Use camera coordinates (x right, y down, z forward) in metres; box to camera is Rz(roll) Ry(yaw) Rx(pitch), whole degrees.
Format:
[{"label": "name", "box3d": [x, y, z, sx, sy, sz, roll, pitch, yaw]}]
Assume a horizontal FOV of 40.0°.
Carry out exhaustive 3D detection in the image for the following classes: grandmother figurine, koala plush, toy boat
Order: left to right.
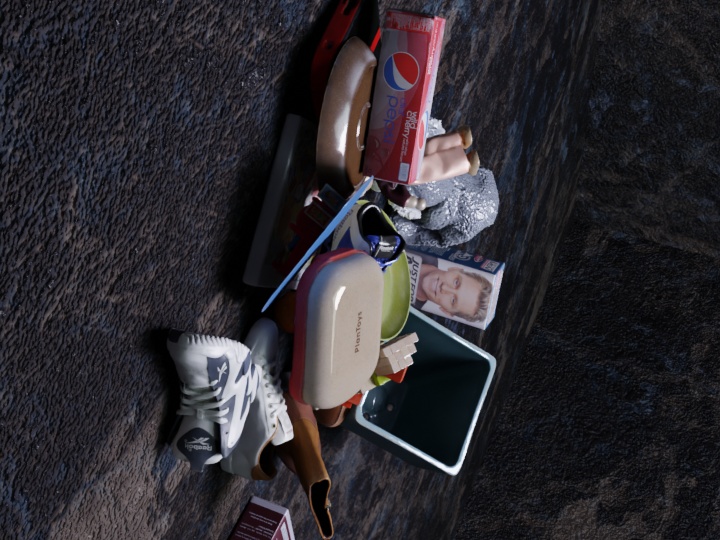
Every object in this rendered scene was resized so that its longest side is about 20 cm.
[{"label": "toy boat", "box3d": [-0.053, 0.066, 1.219, 0.130, 0.129, 0.204, -18, 119, -48]}, {"label": "grandmother figurine", "box3d": [0.059, -0.137, 1.335, 0.061, 0.196, 0.123, 104, -29, -66]}, {"label": "koala plush", "box3d": [0.106, -0.137, 1.515, 0.200, 0.181, 0.180, 37, 70, -59]}]

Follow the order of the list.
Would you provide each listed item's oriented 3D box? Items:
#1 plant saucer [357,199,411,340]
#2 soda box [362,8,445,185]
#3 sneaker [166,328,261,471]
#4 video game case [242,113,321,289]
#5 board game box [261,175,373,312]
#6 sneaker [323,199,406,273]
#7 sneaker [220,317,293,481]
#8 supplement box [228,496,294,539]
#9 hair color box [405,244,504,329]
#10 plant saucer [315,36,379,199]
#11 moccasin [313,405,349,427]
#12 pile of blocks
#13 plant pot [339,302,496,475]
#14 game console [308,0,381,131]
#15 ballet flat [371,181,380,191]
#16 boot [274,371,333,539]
[{"label": "plant saucer", "box3d": [0.009, 0.002, 1.416, 0.199, 0.031, 0.204, 28, 56, -52]}, {"label": "soda box", "box3d": [0.053, -0.211, 1.205, 0.070, 0.062, 0.204, -33, 134, -71]}, {"label": "sneaker", "box3d": [-0.164, 0.143, 1.042, 0.199, 0.078, 0.132, 81, 20, -73]}, {"label": "video game case", "box3d": [-0.075, -0.077, 1.219, 0.182, 0.023, 0.204, 9, 97, -73]}, {"label": "board game box", "box3d": [-0.062, -0.043, 1.133, 0.201, 0.039, 0.158, -50, -179, 10]}, {"label": "sneaker", "box3d": [0.000, -0.001, 1.275, 0.079, 0.115, 0.203, 5, 82, -31]}, {"label": "sneaker", "box3d": [-0.112, 0.161, 1.214, 0.073, 0.083, 0.204, -20, 122, -66]}, {"label": "supplement box", "box3d": [-0.159, 0.423, 1.331, 0.110, 0.060, 0.201, 85, 26, -47]}, {"label": "hair color box", "box3d": [0.129, 0.015, 1.630, 0.060, 0.197, 0.102, -40, 142, -59]}, {"label": "plant saucer", "box3d": [-0.007, -0.175, 1.186, 0.200, 0.032, 0.204, 13, 90, -76]}, {"label": "moccasin", "box3d": [-0.040, 0.128, 1.416, 0.078, 0.073, 0.205, -24, 127, -64]}, {"label": "pile of blocks", "box3d": [0.002, 0.144, 1.327, 0.082, 0.198, 0.063, -24, 91, -56]}, {"label": "plant pot", "box3d": [0.060, 0.195, 1.566, 0.199, 0.194, 0.199, -23, -140, 61]}, {"label": "game console", "box3d": [-0.015, -0.243, 1.223, 0.178, 0.031, 0.202, 85, 22, -52]}, {"label": "ballet flat", "box3d": [0.030, -0.214, 1.374, 0.069, 0.068, 0.204, 28, 75, -72]}, {"label": "boot", "box3d": [-0.061, 0.261, 1.287, 0.201, 0.067, 0.191, -118, -157, -47]}]
